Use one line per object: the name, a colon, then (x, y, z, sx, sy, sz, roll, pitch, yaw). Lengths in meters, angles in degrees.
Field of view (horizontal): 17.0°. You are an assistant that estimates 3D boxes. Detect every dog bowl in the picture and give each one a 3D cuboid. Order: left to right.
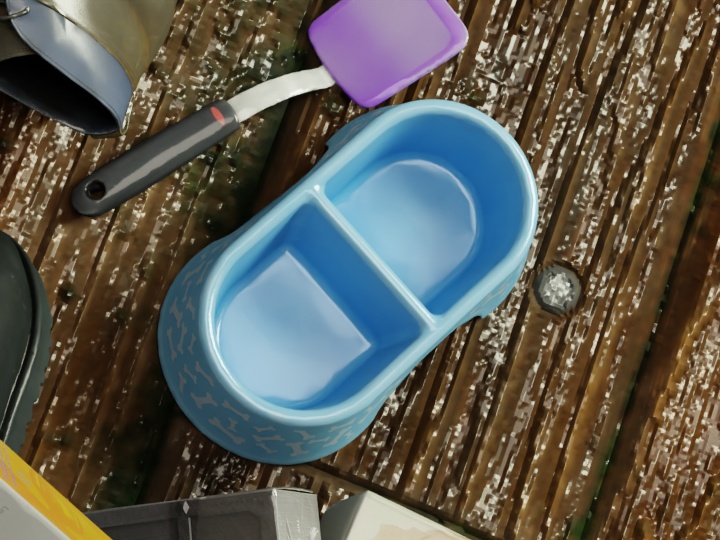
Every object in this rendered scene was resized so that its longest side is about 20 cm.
dog bowl: (0.000, 0.000, 1.094, 0.200, 0.050, 0.111, -42, 90, -18)

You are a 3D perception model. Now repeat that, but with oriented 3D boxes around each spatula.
spatula: (-0.046, -0.078, 1.111, 0.200, 0.021, 0.057, -29, 70, -16)

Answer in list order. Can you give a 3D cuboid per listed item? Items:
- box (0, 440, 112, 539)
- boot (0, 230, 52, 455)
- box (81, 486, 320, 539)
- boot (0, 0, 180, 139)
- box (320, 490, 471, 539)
box: (-0.136, 0.144, 0.902, 0.119, 0.041, 0.200, -38, 127, 5)
boot: (-0.192, 0.021, 0.955, 0.073, 0.162, 0.198, -12, 49, 16)
box: (-0.089, 0.196, 0.986, 0.158, 0.048, 0.200, -10, 79, 18)
boot: (-0.151, -0.138, 1.029, 0.200, 0.075, 0.097, 33, 58, -41)
box: (0.063, 0.181, 1.054, 0.200, 0.078, 0.095, 25, 74, -8)
